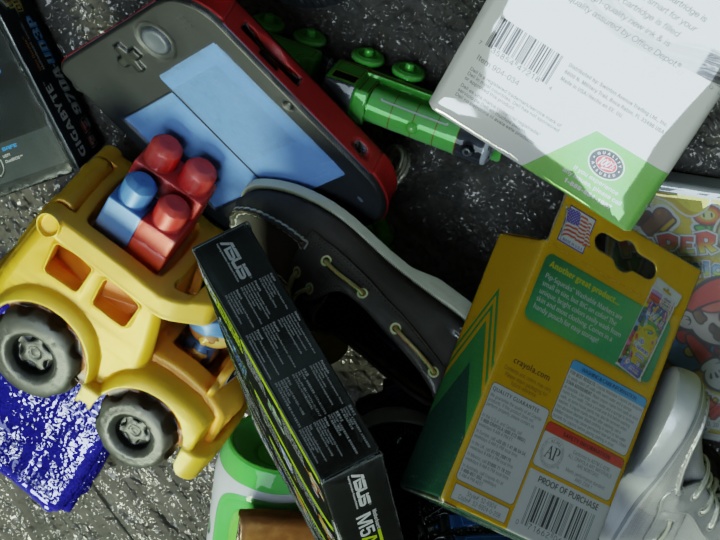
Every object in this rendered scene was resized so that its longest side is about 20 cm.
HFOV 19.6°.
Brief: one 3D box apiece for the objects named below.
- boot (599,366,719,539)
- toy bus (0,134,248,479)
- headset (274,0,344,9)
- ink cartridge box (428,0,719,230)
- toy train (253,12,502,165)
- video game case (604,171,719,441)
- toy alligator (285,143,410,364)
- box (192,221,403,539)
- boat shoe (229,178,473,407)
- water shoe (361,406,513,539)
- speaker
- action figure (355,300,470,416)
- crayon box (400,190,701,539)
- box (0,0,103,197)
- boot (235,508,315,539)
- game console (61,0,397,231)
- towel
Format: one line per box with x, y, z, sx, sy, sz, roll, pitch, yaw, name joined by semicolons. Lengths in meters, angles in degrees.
0.214;0.137;1.361;0.095;0.074;0.201;19;146;0;boot
-0.136;0.010;1.404;0.199;0.136;0.192;37;126;-1;toy bus
-0.031;-0.234;1.255;0.123;0.094;0.200;36;136;0;headset
0.154;-0.150;1.223;0.145;0.084;0.201;32;118;2;ink cartridge box
0.005;-0.114;1.329;0.198;0.056;0.042;21;123;11;toy train
0.251;0.032;1.330;0.198;0.023;0.184;10;120;17;video game case
0.000;0.000;1.401;0.054;0.059;0.201;9;126;-36;toy alligator
-0.032;0.101;1.299;0.047;0.201;0.194;-24;141;-10;box
-0.009;0.013;1.319;0.200;0.061;0.072;33;148;20;boat shoe
0.063;0.173;1.321;0.071;0.079;0.200;-37;97;30;water shoe
-0.071;0.205;1.519;0.088;0.089;0.201;17;122;12;speaker
0.065;0.110;1.402;0.199;0.104;0.195;-14;90;39;action figure
0.119;0.065;1.283;0.125;0.201;0.051;28;171;-32;crayon box
-0.297;-0.121;1.453;0.199;0.046;0.160;-15;110;28;box
0.008;0.248;1.467;0.198;0.069;0.190;-5;119;-9;boot
-0.085;-0.091;1.346;0.200;0.031;0.176;45;143;-18;game console
-0.269;0.083;1.553;0.199;0.050;0.148;35;125;1;towel
